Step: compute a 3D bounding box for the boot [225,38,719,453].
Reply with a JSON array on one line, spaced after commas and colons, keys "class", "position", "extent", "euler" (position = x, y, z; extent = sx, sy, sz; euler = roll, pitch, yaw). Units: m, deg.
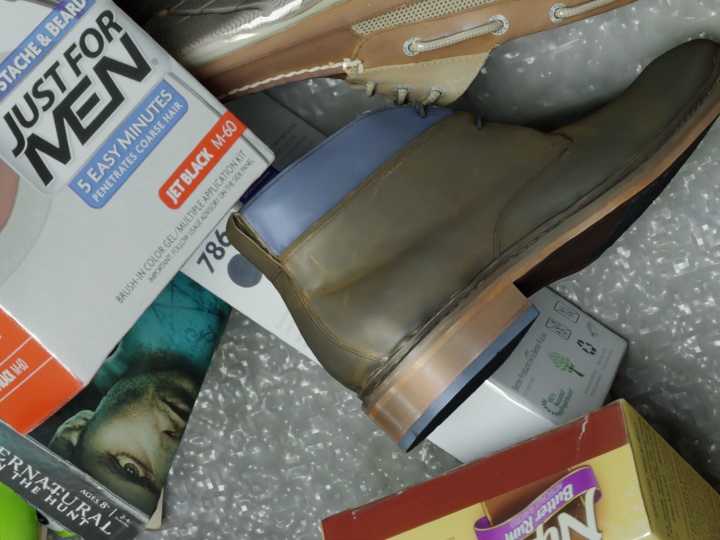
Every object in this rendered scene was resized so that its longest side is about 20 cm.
[{"class": "boot", "position": [0.047, -0.038, 0.815], "extent": [0.097, 0.200, 0.075], "euler": [42, 151, 6]}]

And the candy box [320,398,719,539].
[{"class": "candy box", "position": [0.086, 0.125, 0.851], "extent": [0.117, 0.057, 0.200], "euler": [-23, 143, 19]}]

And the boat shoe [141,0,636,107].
[{"class": "boat shoe", "position": [0.016, -0.089, 0.829], "extent": [0.200, 0.076, 0.072], "euler": [-22, 114, -2]}]

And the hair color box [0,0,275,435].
[{"class": "hair color box", "position": [-0.138, -0.059, 0.747], "extent": [0.200, 0.111, 0.064], "euler": [42, 147, -7]}]

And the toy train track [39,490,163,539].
[{"class": "toy train track", "position": [-0.168, 0.079, 0.917], "extent": [0.200, 0.033, 0.115], "euler": [7, 77, -22]}]

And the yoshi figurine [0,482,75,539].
[{"class": "yoshi figurine", "position": [-0.171, 0.049, 0.849], "extent": [0.112, 0.112, 0.200], "euler": [-42, 113, 10]}]

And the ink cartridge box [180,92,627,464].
[{"class": "ink cartridge box", "position": [0.000, 0.000, 0.870], "extent": [0.200, 0.099, 0.039], "euler": [36, 115, 2]}]

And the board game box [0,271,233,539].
[{"class": "board game box", "position": [-0.138, -0.009, 0.803], "extent": [0.200, 0.135, 0.028], "euler": [36, 128, -16]}]
